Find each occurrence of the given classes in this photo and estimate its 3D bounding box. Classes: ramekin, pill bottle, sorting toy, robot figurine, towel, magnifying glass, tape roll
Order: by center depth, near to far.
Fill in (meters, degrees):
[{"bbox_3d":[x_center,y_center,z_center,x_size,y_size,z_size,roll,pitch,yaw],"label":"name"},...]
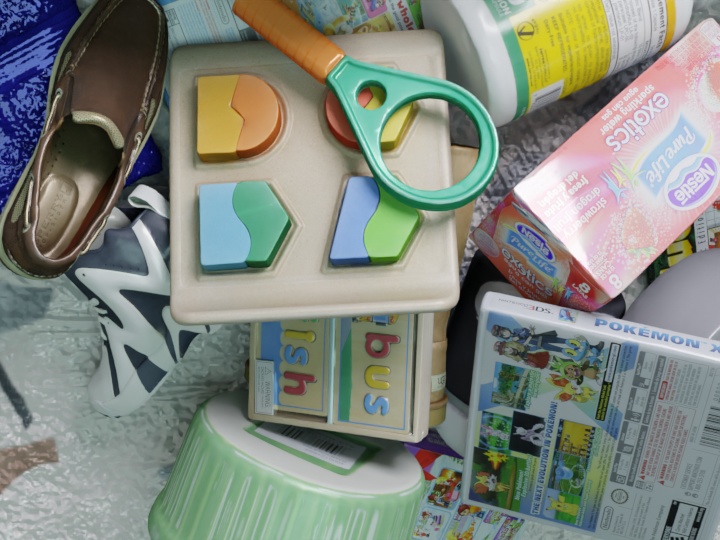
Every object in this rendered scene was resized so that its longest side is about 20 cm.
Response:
[{"bbox_3d":[0.001,-0.114,0.716,0.200,0.022,0.080,39,82,12],"label":"magnifying glass"},{"bbox_3d":[-0.033,-0.066,0.732,0.184,0.036,0.201,-3,72,3],"label":"sorting toy"},{"bbox_3d":[-0.240,-0.121,0.762,0.147,0.050,0.201,-26,115,2],"label":"towel"},{"bbox_3d":[0.151,-0.185,0.769,0.199,0.113,0.113,-25,115,-8],"label":"pill bottle"},{"bbox_3d":[-0.049,0.167,0.843,0.199,0.200,0.098,15,101,-16],"label":"ramekin"},{"bbox_3d":[0.255,0.085,0.863,0.200,0.066,0.201,-23,131,-29],"label":"tape roll"},{"bbox_3d":[0.126,0.055,0.867,0.125,0.150,0.201,-9,122,-53],"label":"robot figurine"}]

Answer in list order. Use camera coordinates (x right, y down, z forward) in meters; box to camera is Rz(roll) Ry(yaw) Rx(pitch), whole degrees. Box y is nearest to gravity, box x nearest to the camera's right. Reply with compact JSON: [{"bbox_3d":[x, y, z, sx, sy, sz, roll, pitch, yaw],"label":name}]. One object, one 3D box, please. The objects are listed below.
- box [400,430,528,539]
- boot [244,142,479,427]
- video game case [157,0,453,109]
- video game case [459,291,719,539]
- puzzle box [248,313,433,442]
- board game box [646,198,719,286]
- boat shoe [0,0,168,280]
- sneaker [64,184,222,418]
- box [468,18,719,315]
[{"bbox_3d":[0.057,0.237,0.974,0.136,0.039,0.201,17,108,-18],"label":"box"},{"bbox_3d":[0.000,0.000,0.839,0.174,0.066,0.201,9,101,22],"label":"boot"},{"bbox_3d":[-0.043,-0.151,0.804,0.199,0.018,0.144,-20,114,-2],"label":"video game case"},{"bbox_3d":[0.163,0.111,0.772,0.181,0.022,0.201,12,133,13],"label":"video game case"},{"bbox_3d":[-0.013,0.014,0.796,0.132,0.025,0.201,4,99,20],"label":"puzzle box"},{"bbox_3d":[0.281,-0.021,0.919,0.104,0.023,0.201,-14,114,-2],"label":"board game box"},{"bbox_3d":[-0.164,-0.089,0.718,0.074,0.075,0.203,21,80,-25],"label":"boat shoe"},{"bbox_3d":[-0.170,0.015,0.805,0.129,0.080,0.199,40,133,-11],"label":"sneaker"},{"bbox_3d":[0.184,-0.063,0.768,0.200,0.103,0.095,-41,85,-20],"label":"box"}]
